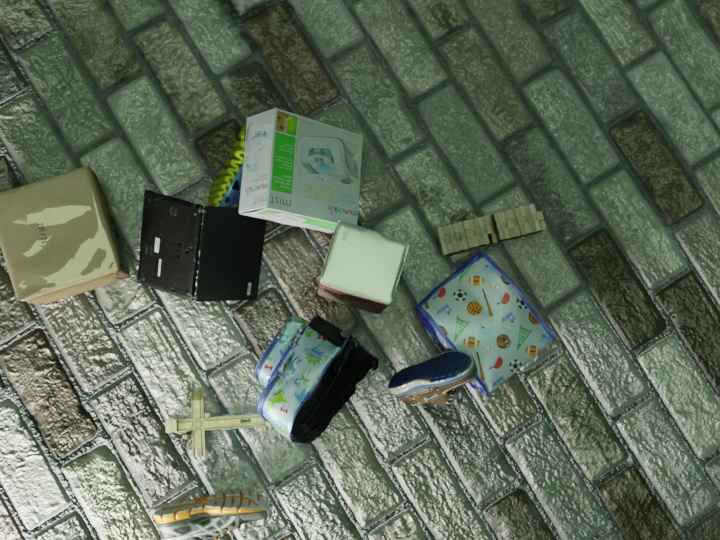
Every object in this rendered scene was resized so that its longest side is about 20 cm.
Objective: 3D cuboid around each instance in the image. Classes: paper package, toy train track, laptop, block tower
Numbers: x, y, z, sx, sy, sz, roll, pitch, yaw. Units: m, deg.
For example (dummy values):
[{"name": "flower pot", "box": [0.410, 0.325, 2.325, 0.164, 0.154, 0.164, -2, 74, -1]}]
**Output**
[{"name": "paper package", "box": [-0.532, -0.059, 1.444, 0.190, 0.103, 0.201, -19, 83, -6]}, {"name": "toy train track", "box": [-0.248, 0.272, 1.455, 0.199, 0.033, 0.115, -3, 83, -5]}, {"name": "laptop", "box": [-0.287, -0.044, 1.469, 0.199, 0.103, 0.178, 16, 108, 22]}, {"name": "block tower", "box": [0.239, -0.074, 1.523, 0.199, 0.058, 0.054, -14, 84, -7]}]

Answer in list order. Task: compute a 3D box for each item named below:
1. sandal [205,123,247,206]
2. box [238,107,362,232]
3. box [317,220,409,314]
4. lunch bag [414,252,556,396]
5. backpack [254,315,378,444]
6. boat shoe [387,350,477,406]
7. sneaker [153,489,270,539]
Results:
[{"name": "sandal", "box": [-0.213, -0.169, 1.496, 0.087, 0.079, 0.200, 30, 89, -26]}, {"name": "box", "box": [-0.104, -0.171, 1.447, 0.200, 0.097, 0.177, 11, 79, -40]}, {"name": "box", "box": [0.000, 0.000, 1.422, 0.127, 0.200, 0.109, 18, 81, -1]}, {"name": "lunch bag", "box": [0.216, 0.092, 1.466, 0.170, 0.124, 0.200, -39, 95, -8]}, {"name": "backpack", "box": [-0.092, 0.187, 1.407, 0.147, 0.183, 0.200, 29, 82, 24]}, {"name": "boat shoe", "box": [0.139, 0.194, 1.426, 0.072, 0.200, 0.072, 46, 53, -18]}, {"name": "sneaker", "box": [-0.255, 0.435, 1.418, 0.199, 0.078, 0.078, -7, 96, -1]}]
